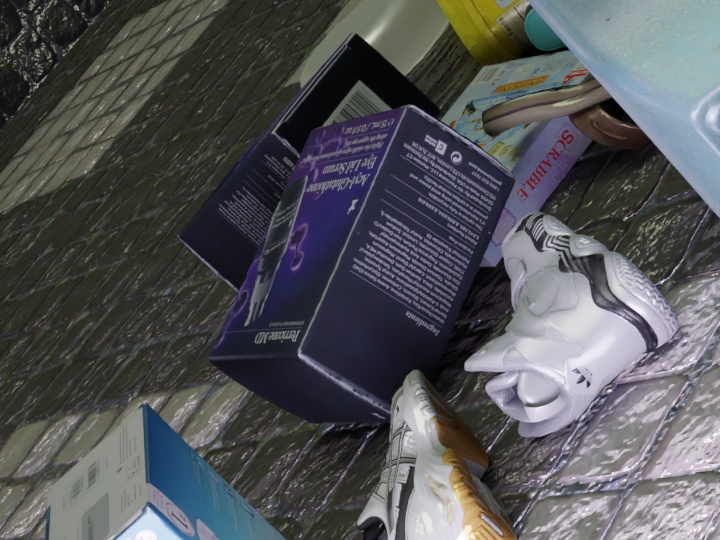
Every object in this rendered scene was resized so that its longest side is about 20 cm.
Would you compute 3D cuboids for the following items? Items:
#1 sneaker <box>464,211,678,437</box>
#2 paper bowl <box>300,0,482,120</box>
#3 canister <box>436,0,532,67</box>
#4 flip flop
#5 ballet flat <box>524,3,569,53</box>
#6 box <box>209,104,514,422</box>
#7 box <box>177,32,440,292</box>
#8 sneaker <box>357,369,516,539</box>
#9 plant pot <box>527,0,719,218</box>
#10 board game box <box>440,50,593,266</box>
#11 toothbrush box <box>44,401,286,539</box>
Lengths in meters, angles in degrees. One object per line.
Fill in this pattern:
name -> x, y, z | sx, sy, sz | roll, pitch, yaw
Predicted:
sneaker -> 0.111, 0.033, 1.290 | 0.115, 0.075, 0.200 | -43, 22, -6
paper bowl -> 0.024, -0.185, 1.896 | 0.200, 0.104, 0.201 | -40, 18, 16
canister -> 0.156, -0.286, 1.770 | 0.199, 0.149, 0.086 | -35, -14, 17
flip flop -> 0.178, -0.112, 1.473 | 0.199, 0.058, 0.081 | -10, 2, 31
ballet flat -> 0.220, -0.222, 1.603 | 0.199, 0.073, 0.073 | -13, 34, 37
box -> 0.000, 0.000, 1.462 | 0.148, 0.104, 0.201 | -9, 54, 60
box -> -0.045, -0.081, 1.742 | 0.200, 0.104, 0.148 | -42, 10, 50
sneaker -> 0.031, 0.132, 1.251 | 0.088, 0.076, 0.200 | -40, 18, 11
plant pot -> 0.242, -0.132, 1.214 | 0.196, 0.196, 0.201 | -39, 29, 13
board game box -> 0.102, -0.088, 1.620 | 0.200, 0.041, 0.200 | -51, 20, -17
toothbrush box -> -0.083, 0.193, 1.165 | 0.085, 0.200, 0.147 | -42, 20, 8
